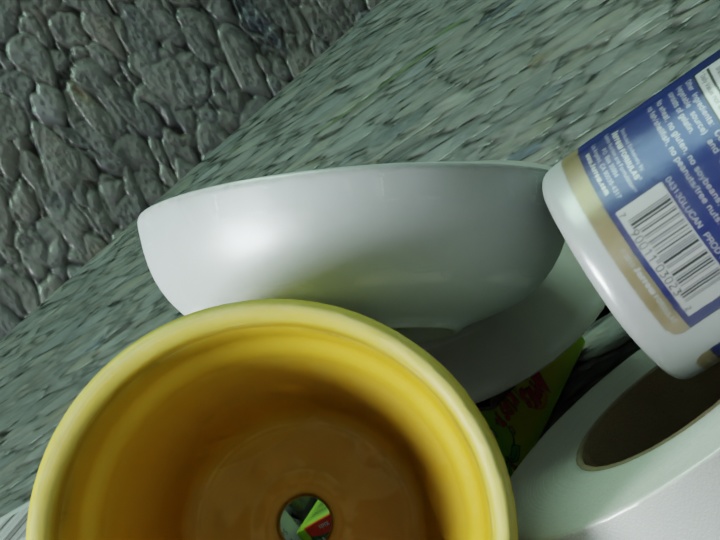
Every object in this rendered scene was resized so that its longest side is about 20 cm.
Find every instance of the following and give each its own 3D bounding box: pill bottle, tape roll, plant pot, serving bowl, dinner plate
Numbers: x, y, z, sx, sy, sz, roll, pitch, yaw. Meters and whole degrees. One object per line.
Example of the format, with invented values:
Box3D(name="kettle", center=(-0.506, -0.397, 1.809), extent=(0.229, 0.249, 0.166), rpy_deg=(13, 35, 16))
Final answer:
Box3D(name="pill bottle", center=(0.187, -0.051, 1.074), extent=(0.200, 0.111, 0.111), rpy_deg=(-35, 10, 12))
Box3D(name="tape roll", center=(0.148, 0.067, 1.104), extent=(0.203, 0.037, 0.203), rpy_deg=(-36, 9, 7))
Box3D(name="plant pot", center=(-0.032, 0.116, 1.109), extent=(0.201, 0.201, 0.189), rpy_deg=(-37, -5, 1))
Box3D(name="serving bowl", center=(0.000, 0.000, 1.157), extent=(0.200, 0.066, 0.200), rpy_deg=(-6, -8, -1))
Box3D(name="dinner plate", center=(0.033, 0.002, 1.275), extent=(0.200, 0.024, 0.200), rpy_deg=(-15, 37, 12))

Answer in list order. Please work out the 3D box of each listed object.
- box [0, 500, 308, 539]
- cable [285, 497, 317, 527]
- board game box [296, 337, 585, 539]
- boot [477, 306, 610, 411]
Box3D(name="box", center=(-0.147, 0.199, 1.261), extent=(0.199, 0.131, 0.200), rpy_deg=(-31, 12, 34))
Box3D(name="cable", center=(-0.022, 0.060, 1.414), extent=(0.200, 0.069, 0.200), rpy_deg=(80, -147, -76))
Box3D(name="board game box", center=(0.047, 0.086, 1.343), extent=(0.102, 0.048, 0.200), rpy_deg=(-32, 12, 28))
Box3D(name="boot", center=(0.109, 0.019, 1.290), extent=(0.200, 0.072, 0.166), rpy_deg=(1, 38, 37))
